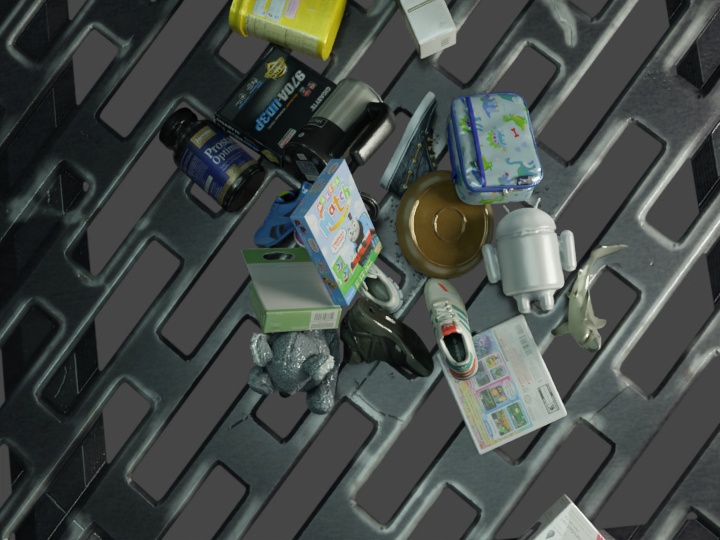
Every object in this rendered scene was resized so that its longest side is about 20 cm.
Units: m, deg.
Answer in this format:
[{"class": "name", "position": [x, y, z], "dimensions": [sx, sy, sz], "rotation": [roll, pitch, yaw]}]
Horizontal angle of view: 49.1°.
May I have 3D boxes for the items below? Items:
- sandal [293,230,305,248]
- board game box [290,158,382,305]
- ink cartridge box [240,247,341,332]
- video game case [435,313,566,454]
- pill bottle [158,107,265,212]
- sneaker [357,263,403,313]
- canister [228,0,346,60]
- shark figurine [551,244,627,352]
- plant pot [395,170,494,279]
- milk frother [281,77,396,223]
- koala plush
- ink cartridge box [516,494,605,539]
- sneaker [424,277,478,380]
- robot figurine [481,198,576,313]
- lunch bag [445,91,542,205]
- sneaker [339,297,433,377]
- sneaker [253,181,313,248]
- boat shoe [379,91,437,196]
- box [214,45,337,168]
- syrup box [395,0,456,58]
[{"class": "sandal", "position": [-0.076, -0.141, 1.516], "dimensions": [0.081, 0.050, 0.207], "rotation": [13, 85, 5]}, {"class": "board game box", "position": [-0.037, -0.065, 1.368], "dimensions": [0.036, 0.202, 0.152], "rotation": [3, 45, 34]}, {"class": "ink cartridge box", "position": [-0.133, 0.032, 1.443], "dimensions": [0.143, 0.201, 0.049], "rotation": [-2, 123, -24]}, {"class": "video game case", "position": [0.260, 0.211, 1.467], "dimensions": [0.179, 0.024, 0.203], "rotation": [-24, 84, 4]}, {"class": "pill bottle", "position": [-0.288, -0.216, 1.514], "dimensions": [0.199, 0.112, 0.112], "rotation": [41, 90, 7]}, {"class": "sneaker", "position": [0.000, 0.000, 1.480], "dimensions": [0.199, 0.087, 0.075], "rotation": [39, 91, 9]}, {"class": "canister", "position": [-0.139, -0.508, 1.537], "dimensions": [0.196, 0.087, 0.151], "rotation": [20, 88, 6]}, {"class": "shark figurine", "position": [0.426, 0.059, 1.449], "dimensions": [0.088, 0.128, 0.219], "rotation": [21, 69, -18]}, {"class": "plant pot", "position": [0.162, -0.085, 1.465], "dimensions": [0.195, 0.027, 0.205], "rotation": [0, 91, -14]}, {"class": "milk frother", "position": [-0.015, -0.212, 1.473], "dimensions": [0.178, 0.202, 0.189], "rotation": [23, 60, 28]}, {"class": "koala plush", "position": [-0.119, 0.157, 1.421], "dimensions": [0.174, 0.200, 0.188], "rotation": [17, 87, 7]}, {"class": "ink cartridge box", "position": [0.346, 0.527, 1.400], "dimensions": [0.200, 0.084, 0.145], "rotation": [-43, 82, 1]}, {"class": "sneaker", "position": [0.164, 0.095, 1.437], "dimensions": [0.069, 0.094, 0.204], "rotation": [-17, 70, 5]}, {"class": "robot figurine", "position": [0.306, -0.025, 1.436], "dimensions": [0.166, 0.113, 0.205], "rotation": [-8, 85, 13]}, {"class": "lunch bag", "position": [0.239, -0.223, 1.447], "dimensions": [0.157, 0.083, 0.204], "rotation": [-3, 70, -7]}, {"class": "sneaker", "position": [0.041, 0.146, 1.474], "dimensions": [0.198, 0.077, 0.114], "rotation": [35, 123, -15]}, {"class": "sneaker", "position": [-0.145, -0.109, 1.471], "dimensions": [0.198, 0.067, 0.078], "rotation": [-26, 122, 39]}, {"class": "boat shoe", "position": [0.117, -0.231, 1.501], "dimensions": [0.090, 0.071, 0.203], "rotation": [27, 92, 0]}, {"class": "box", "position": [-0.158, -0.314, 1.507], "dimensions": [0.157, 0.046, 0.201], "rotation": [33, 66, 7]}, {"class": "syrup box", "position": [0.110, -0.523, 1.515], "dimensions": [0.080, 0.079, 0.204], "rotation": [-22, 83, 4]}]
